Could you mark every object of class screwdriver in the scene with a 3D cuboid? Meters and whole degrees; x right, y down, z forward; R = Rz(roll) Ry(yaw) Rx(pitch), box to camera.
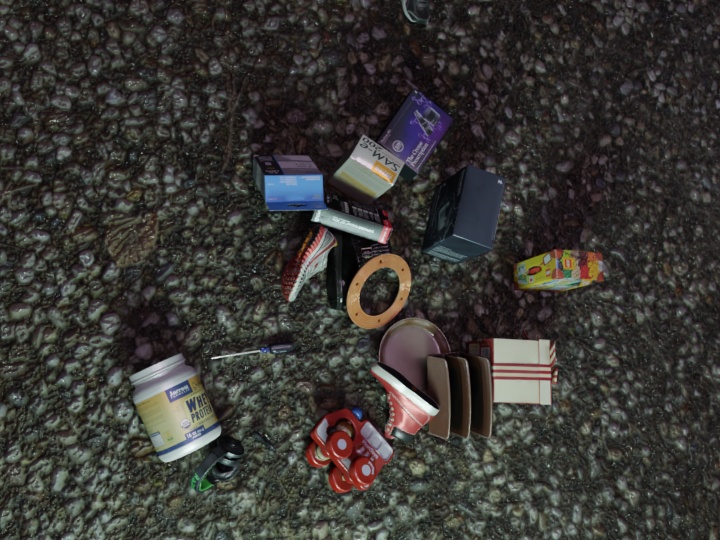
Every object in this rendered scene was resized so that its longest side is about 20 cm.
[{"bbox_3d":[-0.252,0.192,1.626,0.199,0.029,0.028,-6,82,-26],"label":"screwdriver"}]

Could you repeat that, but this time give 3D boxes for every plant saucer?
[{"bbox_3d":[0.136,0.222,1.760,0.200,0.032,0.201,4,79,-20],"label":"plant saucer"}]

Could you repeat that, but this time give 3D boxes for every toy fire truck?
[{"bbox_3d":[-0.023,0.417,1.639,0.200,0.112,0.168,50,45,-6],"label":"toy fire truck"}]

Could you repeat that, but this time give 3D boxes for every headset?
[{"bbox_3d":[-0.286,0.422,1.526,0.094,0.124,0.200,36,43,16],"label":"headset"}]

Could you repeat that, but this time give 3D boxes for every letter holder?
[{"bbox_3d":[0.246,0.311,1.697,0.100,0.142,0.201,-3,92,-30],"label":"letter holder"}]

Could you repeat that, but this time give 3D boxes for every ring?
[{"bbox_3d":[0.045,0.051,1.716,0.200,0.019,0.201,-18,121,-33],"label":"ring"}]

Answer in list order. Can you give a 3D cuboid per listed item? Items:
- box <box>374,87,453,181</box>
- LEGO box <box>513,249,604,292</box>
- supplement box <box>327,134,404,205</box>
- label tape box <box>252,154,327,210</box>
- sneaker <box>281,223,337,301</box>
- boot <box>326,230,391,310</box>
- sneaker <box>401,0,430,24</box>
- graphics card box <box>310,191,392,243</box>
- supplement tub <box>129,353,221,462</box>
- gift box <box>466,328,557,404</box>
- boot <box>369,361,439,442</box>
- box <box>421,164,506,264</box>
[{"bbox_3d":[0.136,-0.363,1.847,0.141,0.079,0.200,35,71,-7],"label":"box"},{"bbox_3d":[0.528,0.004,1.849,0.148,0.200,0.077,3,78,-18],"label":"LEGO box"},{"bbox_3d":[0.010,-0.244,1.712,0.126,0.200,0.074,32,71,-12],"label":"supplement box"},{"bbox_3d":[-0.168,-0.214,1.649,0.144,0.200,0.063,-3,121,-20],"label":"label tape box"},{"bbox_3d":[-0.123,-0.009,1.671,0.082,0.078,0.200,28,96,-34],"label":"sneaker"},{"bbox_3d":[0.001,-0.001,1.728,0.157,0.079,0.212,6,78,-18],"label":"boot"},{"bbox_3d":[0.163,-0.795,1.931,0.080,0.086,0.201,-6,83,-19],"label":"sneaker"},{"bbox_3d":[-0.026,-0.136,1.714,0.199,0.126,0.051,17,113,-13],"label":"graphics card box"},{"bbox_3d":[-0.404,0.295,1.495,0.144,0.144,0.200,-25,89,-22],"label":"supplement tub"},{"bbox_3d":[0.391,0.245,1.765,0.186,0.184,0.201,6,84,-16],"label":"gift box"},{"bbox_3d":[0.073,0.328,1.685,0.200,0.072,0.144,41,102,-3],"label":"boot"},{"bbox_3d":[0.265,-0.141,1.784,0.117,0.200,0.197,18,74,-15],"label":"box"}]
